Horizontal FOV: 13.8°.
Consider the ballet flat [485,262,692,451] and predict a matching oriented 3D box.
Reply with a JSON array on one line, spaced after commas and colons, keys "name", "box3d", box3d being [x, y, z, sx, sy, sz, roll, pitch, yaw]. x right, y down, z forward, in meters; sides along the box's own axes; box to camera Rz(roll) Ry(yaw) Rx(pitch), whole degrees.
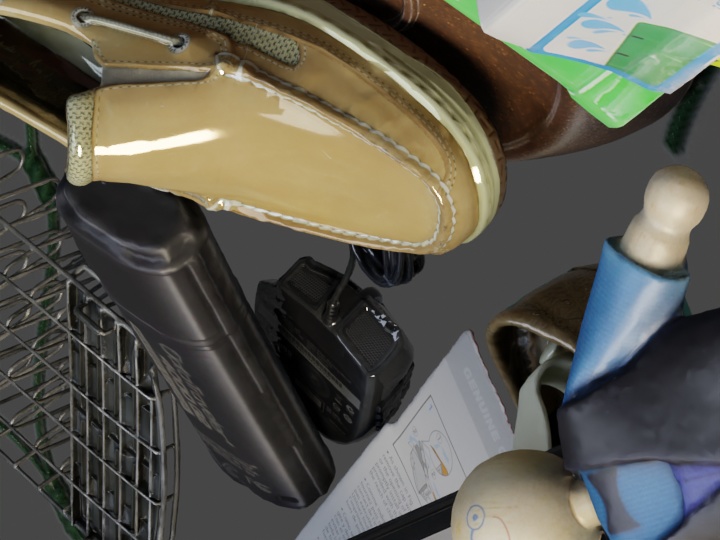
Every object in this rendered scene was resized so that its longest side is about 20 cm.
[{"name": "ballet flat", "box3d": [0.084, 0.088, 0.839, 0.068, 0.072, 0.200, -51, 52, 53]}]

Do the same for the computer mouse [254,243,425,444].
[{"name": "computer mouse", "box3d": [0.000, 0.000, 0.958, 0.059, 0.034, 0.200, 45, 158, 15]}]

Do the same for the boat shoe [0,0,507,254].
[{"name": "boat shoe", "box3d": [-0.056, -0.046, 0.848, 0.200, 0.076, 0.072, 23, 133, 26]}]

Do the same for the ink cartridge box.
[{"name": "ink cartridge box", "box3d": [0.045, 0.128, 0.979, 0.161, 0.050, 0.200, 66, 149, 21]}]

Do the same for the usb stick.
[{"name": "usb stick", "box3d": [-0.049, 0.023, 0.954, 0.055, 0.033, 0.200, 33, 164, 25]}]

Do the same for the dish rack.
[{"name": "dish rack", "box3d": [-0.129, 0.021, 1.184, 0.200, 0.055, 0.154, 39, 143, 32]}]

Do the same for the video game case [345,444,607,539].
[{"name": "video game case", "box3d": [0.087, 0.126, 0.773, 0.026, 0.200, 0.181, 40, -152, -61]}]

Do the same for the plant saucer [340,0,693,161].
[{"name": "plant saucer", "box3d": [0.001, -0.095, 0.833, 0.200, 0.035, 0.200, 29, 155, 15]}]

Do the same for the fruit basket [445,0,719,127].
[{"name": "fruit basket", "box3d": [0.119, -0.071, 0.626, 0.200, 0.094, 0.185, 24, 154, -17]}]

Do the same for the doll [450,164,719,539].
[{"name": "doll", "box3d": [0.103, 0.037, 0.730, 0.200, 0.048, 0.137, -25, 91, 38]}]
